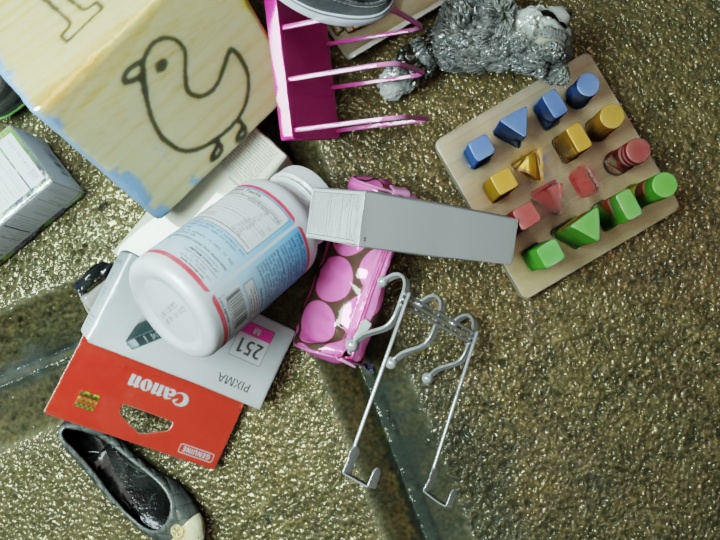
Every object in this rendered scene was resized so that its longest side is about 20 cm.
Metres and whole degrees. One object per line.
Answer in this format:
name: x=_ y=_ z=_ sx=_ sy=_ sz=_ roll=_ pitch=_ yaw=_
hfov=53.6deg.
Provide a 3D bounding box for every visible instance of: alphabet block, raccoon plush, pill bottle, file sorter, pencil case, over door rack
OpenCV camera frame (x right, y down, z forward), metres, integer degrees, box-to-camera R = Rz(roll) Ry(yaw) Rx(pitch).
alphabet block: x=-0.217 y=-0.209 z=0.684 sx=0.200 sy=0.196 sz=0.196 roll=-46 pitch=61 yaw=-4
raccoon plush: x=0.130 y=-0.211 z=0.751 sx=0.200 sy=0.096 sz=0.135 roll=-44 pitch=64 yaw=27
pill bottle: x=-0.111 y=-0.018 z=0.681 sx=0.109 sy=0.109 sz=0.200 roll=45 pitch=53 yaw=3
file sorter: x=-0.009 y=-0.237 z=0.697 sx=0.124 sy=0.139 sz=0.203 roll=-3 pitch=99 yaw=18
pencil case: x=0.000 y=0.000 z=0.752 sx=0.090 sy=0.094 sz=0.202 roll=17 pitch=89 yaw=-16
over door rack: x=0.047 y=0.121 z=0.713 sx=0.066 sy=0.147 sz=0.202 roll=-3 pitch=69 yaw=41

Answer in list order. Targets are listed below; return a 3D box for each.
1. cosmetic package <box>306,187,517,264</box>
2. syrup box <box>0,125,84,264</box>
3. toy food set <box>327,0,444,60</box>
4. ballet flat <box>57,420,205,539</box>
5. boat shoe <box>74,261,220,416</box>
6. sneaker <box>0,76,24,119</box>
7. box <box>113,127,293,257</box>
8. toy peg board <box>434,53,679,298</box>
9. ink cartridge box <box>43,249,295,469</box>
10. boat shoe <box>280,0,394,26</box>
cosmetic package: x=0.054 y=-0.041 z=0.677 sx=0.198 sy=0.082 sz=0.051 roll=5 pitch=96 yaw=-39
syrup box: x=-0.413 y=-0.056 z=0.773 sx=0.200 sy=0.081 sz=0.079 roll=-40 pitch=85 yaw=0
toy food set: x=-0.001 y=-0.350 z=0.782 sx=0.143 sy=0.060 sz=0.201 roll=-31 pitch=87 yaw=0
ballet flat: x=-0.250 y=0.234 z=0.768 sx=0.200 sy=0.057 sz=0.067 roll=40 pitch=90 yaw=3
boat shoe: x=-0.229 y=0.069 z=0.774 sx=0.075 sy=0.092 sz=0.201 roll=-40 pitch=115 yaw=-18
sneaker: x=-0.384 y=-0.264 z=0.779 sx=0.076 sy=0.084 sz=0.202 roll=19 pitch=88 yaw=3
box: x=-0.165 y=-0.067 z=0.772 sx=0.082 sy=0.068 sz=0.200 roll=42 pitch=90 yaw=4
toy peg board: x=0.214 y=-0.106 z=0.748 sx=0.199 sy=0.098 sz=0.201 roll=-30 pitch=87 yaw=0
ink cartridge box: x=-0.188 y=0.100 z=0.724 sx=0.199 sy=0.043 sz=0.175 roll=29 pitch=81 yaw=-30
boat shoe: x=-0.053 y=-0.256 z=0.560 sx=0.198 sy=0.066 sz=0.071 roll=22 pitch=87 yaw=-22
